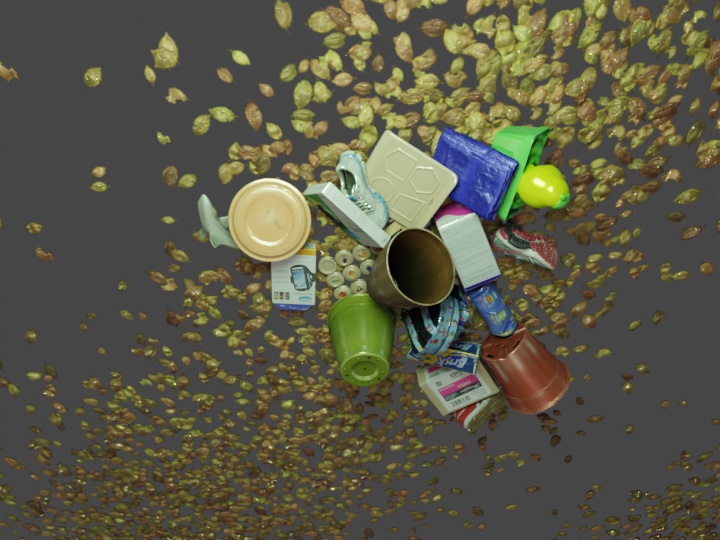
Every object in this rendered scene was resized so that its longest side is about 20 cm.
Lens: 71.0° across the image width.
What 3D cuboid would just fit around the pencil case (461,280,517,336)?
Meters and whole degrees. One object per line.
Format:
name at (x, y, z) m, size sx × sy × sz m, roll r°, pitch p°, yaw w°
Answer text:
pencil case at (0.354, 0.096, 1.383) m, size 0.087 × 0.078 × 0.200 m, roll -43°, pitch 117°, yaw -9°

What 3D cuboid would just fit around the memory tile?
memory tile at (0.000, 0.000, 1.355) m, size 0.199 × 0.017 × 0.154 m, roll -19°, pitch 120°, yaw 11°

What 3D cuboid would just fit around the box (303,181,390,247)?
box at (-0.035, -0.130, 1.202) m, size 0.200 × 0.144 × 0.036 m, roll 42°, pitch 79°, yaw -22°

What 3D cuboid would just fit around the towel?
towel at (0.240, -0.216, 1.131) m, size 0.049 × 0.200 × 0.148 m, roll -16°, pitch 134°, yaw -44°

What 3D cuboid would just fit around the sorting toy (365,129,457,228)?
sorting toy at (0.101, -0.204, 1.183) m, size 0.199 × 0.037 × 0.185 m, roll 34°, pitch 128°, yaw -1°

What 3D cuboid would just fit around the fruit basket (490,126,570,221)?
fruit basket at (0.379, -0.207, 1.122) m, size 0.214 × 0.155 × 0.217 m, roll 16°, pitch 121°, yaw 30°

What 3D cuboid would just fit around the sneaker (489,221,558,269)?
sneaker at (0.426, -0.059, 1.299) m, size 0.199 × 0.081 × 0.075 m, roll 26°, pitch 147°, yaw -16°

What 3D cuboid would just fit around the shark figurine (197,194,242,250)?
shark figurine at (-0.329, -0.078, 1.260) m, size 0.214 × 0.090 × 0.128 m, roll 31°, pitch 118°, yaw -17°

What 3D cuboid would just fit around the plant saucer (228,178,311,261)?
plant saucer at (-0.218, -0.121, 1.217) m, size 0.199 × 0.032 × 0.202 m, roll -1°, pitch 98°, yaw -7°

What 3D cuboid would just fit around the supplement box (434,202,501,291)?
supplement box at (0.266, -0.067, 1.267) m, size 0.103 × 0.101 × 0.201 m, roll -24°, pitch 120°, yaw 13°

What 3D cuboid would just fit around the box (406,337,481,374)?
box at (0.236, 0.229, 1.429) m, size 0.199 × 0.070 × 0.065 m, roll 11°, pitch 114°, yaw 16°

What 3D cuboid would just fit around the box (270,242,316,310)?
box at (-0.178, 0.018, 1.350) m, size 0.118 × 0.042 × 0.201 m, roll 3°, pitch 124°, yaw -3°

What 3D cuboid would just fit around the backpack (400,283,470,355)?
backpack at (0.202, 0.135, 1.335) m, size 0.134 × 0.200 × 0.183 m, roll 21°, pitch 119°, yaw -14°

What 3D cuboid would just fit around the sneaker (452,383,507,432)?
sneaker at (0.378, 0.410, 1.599) m, size 0.200 × 0.112 × 0.071 m, roll -37°, pitch 118°, yaw -14°

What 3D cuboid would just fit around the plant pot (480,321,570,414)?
plant pot at (0.455, 0.264, 1.437) m, size 0.200 × 0.201 × 0.195 m, roll -35°, pitch 108°, yaw 19°

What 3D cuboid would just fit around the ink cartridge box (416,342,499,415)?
ink cartridge box at (0.295, 0.333, 1.535) m, size 0.199 × 0.075 × 0.165 m, roll -30°, pitch 119°, yaw 17°

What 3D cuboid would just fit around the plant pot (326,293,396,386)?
plant pot at (0.007, 0.199, 1.366) m, size 0.199 × 0.194 × 0.201 m, roll -1°, pitch 127°, yaw -2°

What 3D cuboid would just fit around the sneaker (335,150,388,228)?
sneaker at (-0.004, -0.171, 1.173) m, size 0.075 × 0.087 × 0.201 m, roll -18°, pitch 114°, yaw 31°

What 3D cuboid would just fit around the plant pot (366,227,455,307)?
plant pot at (0.100, 0.016, 1.246) m, size 0.186 × 0.188 × 0.200 m, roll 26°, pitch 154°, yaw -17°

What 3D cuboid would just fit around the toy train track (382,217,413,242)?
toy train track at (0.139, -0.148, 1.254) m, size 0.199 × 0.033 × 0.115 m, roll -36°, pitch 95°, yaw 13°
